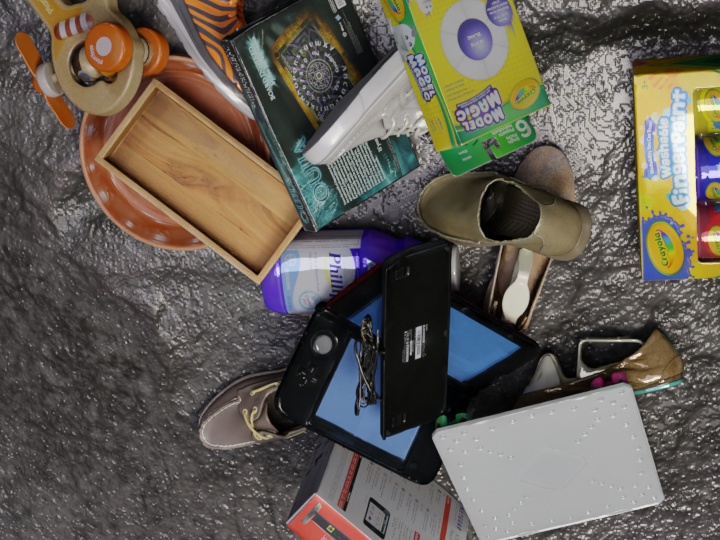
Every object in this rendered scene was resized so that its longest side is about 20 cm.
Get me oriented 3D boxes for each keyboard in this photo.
[{"bbox_3d":[0.034,0.064,1.376,0.103,0.040,0.202,-16,123,-27],"label":"keyboard"}]

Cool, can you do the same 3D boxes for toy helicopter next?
[{"bbox_3d":[-0.290,-0.231,1.414,0.132,0.079,0.200,-46,74,22],"label":"toy helicopter"}]

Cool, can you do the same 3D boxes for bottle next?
[{"bbox_3d":[0.000,0.000,1.457,0.198,0.065,0.084,-1,115,10],"label":"bottle"}]

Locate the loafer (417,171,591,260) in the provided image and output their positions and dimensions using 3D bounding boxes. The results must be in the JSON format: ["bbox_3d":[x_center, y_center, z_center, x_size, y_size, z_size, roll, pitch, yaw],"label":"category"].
[{"bbox_3d":[0.125,-0.059,1.370,0.199,0.067,0.077,10,81,43],"label":"loafer"}]

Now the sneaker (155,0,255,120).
[{"bbox_3d":[-0.120,-0.246,1.370,0.112,0.078,0.201,-35,93,7],"label":"sneaker"}]

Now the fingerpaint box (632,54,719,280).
[{"bbox_3d":[0.341,-0.097,1.361,0.165,0.073,0.202,-2,109,10],"label":"fingerpaint box"}]

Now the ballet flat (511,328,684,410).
[{"bbox_3d":[0.225,0.109,1.464,0.199,0.068,0.073,-21,84,16],"label":"ballet flat"}]

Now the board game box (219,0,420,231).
[{"bbox_3d":[-0.036,-0.157,1.378,0.135,0.028,0.201,-32,110,-24],"label":"board game box"}]

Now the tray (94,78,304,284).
[{"bbox_3d":[-0.148,-0.086,1.415,0.199,0.037,0.099,37,90,-1],"label":"tray"}]

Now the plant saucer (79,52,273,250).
[{"bbox_3d":[-0.184,-0.120,1.465,0.198,0.032,0.202,3,109,9],"label":"plant saucer"}]

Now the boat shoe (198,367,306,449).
[{"bbox_3d":[-0.088,0.145,1.526,0.199,0.060,0.072,-21,105,16],"label":"boat shoe"}]

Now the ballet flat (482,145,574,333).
[{"bbox_3d":[0.166,-0.020,1.421,0.067,0.067,0.202,12,110,5],"label":"ballet flat"}]

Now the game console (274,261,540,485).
[{"bbox_3d":[0.045,0.106,1.422,0.199,0.119,0.173,29,80,-22],"label":"game console"}]

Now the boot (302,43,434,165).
[{"bbox_3d":[0.041,-0.148,1.355,0.096,0.073,0.200,46,74,-11],"label":"boot"}]

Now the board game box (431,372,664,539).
[{"bbox_3d":[0.191,0.191,1.463,0.198,0.026,0.201,-15,134,11],"label":"board game box"}]

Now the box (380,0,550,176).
[{"bbox_3d":[0.097,-0.198,1.334,0.117,0.048,0.201,-26,100,-29],"label":"box"}]

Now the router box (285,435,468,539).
[{"bbox_3d":[0.023,0.250,1.468,0.179,0.200,0.049,41,110,-6],"label":"router box"}]
